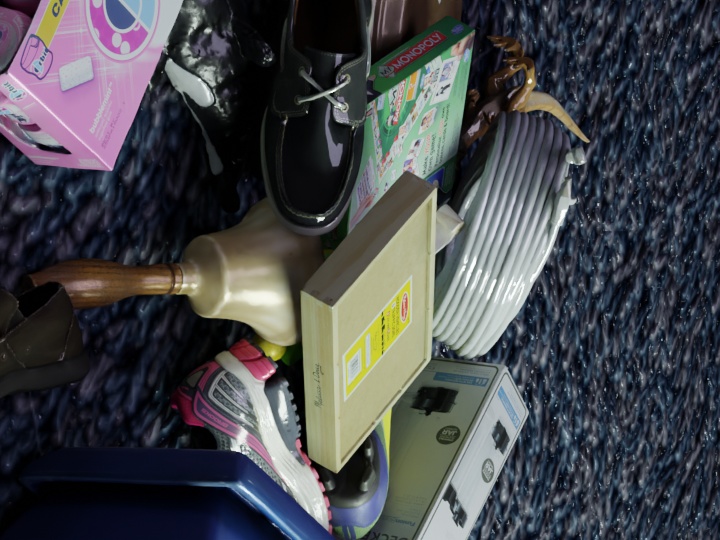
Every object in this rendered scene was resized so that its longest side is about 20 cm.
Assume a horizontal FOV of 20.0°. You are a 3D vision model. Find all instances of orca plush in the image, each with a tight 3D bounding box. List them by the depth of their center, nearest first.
[{"bbox_3d":[-0.094,-0.135,1.387,0.105,0.071,0.201,-30,120,-50],"label":"orca plush"}]

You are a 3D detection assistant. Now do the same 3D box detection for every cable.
[{"bbox_3d":[0.104,-0.029,1.619,0.200,0.069,0.200,-97,-151,-79],"label":"cable"}]

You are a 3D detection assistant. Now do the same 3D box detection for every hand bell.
[{"bbox_3d":[-0.131,0.007,1.348,0.200,0.104,0.105,-5,100,-39],"label":"hand bell"}]

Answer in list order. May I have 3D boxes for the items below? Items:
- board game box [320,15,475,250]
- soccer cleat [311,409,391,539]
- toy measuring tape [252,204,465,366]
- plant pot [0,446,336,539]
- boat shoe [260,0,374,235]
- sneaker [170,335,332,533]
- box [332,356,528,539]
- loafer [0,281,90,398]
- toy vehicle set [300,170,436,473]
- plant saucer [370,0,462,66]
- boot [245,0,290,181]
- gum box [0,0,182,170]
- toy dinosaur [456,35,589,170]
[{"bbox_3d":[0.024,-0.078,1.529,0.134,0.029,0.200,-36,147,-36],"label":"board game box"},{"bbox_3d":[-0.005,0.111,1.554,0.084,0.064,0.201,87,8,-50],"label":"soccer cleat"},{"bbox_3d":[0.000,0.000,1.480,0.200,0.074,0.074,-36,127,-22],"label":"toy measuring tape"},{"bbox_3d":[-0.125,0.220,1.293,0.200,0.199,0.180,49,48,-48],"label":"plant pot"},{"bbox_3d":[-0.030,-0.123,1.381,0.068,0.072,0.201,93,4,-70],"label":"boat shoe"},{"bbox_3d":[-0.079,0.140,1.462,0.075,0.081,0.200,-30,123,-18],"label":"sneaker"},{"bbox_3d":[0.037,0.162,1.592,0.200,0.116,0.060,-59,139,-31],"label":"box"},{"bbox_3d":[-0.238,0.043,1.210,0.200,0.073,0.072,-14,101,-63],"label":"loafer"},{"bbox_3d":[0.007,0.039,1.428,0.124,0.026,0.200,-48,155,-31],"label":"toy vehicle set"},{"bbox_3d":[0.043,-0.192,1.573,0.200,0.029,0.201,9,90,-73],"label":"plant saucer"},{"bbox_3d":[-0.019,-0.154,1.508,0.131,0.068,0.201,17,82,-62],"label":"boot"},{"bbox_3d":[-0.176,-0.167,1.262,0.114,0.066,0.200,46,57,-50],"label":"gum box"},{"bbox_3d":[0.128,-0.144,1.749,0.200,0.060,0.106,-23,135,-43],"label":"toy dinosaur"}]
